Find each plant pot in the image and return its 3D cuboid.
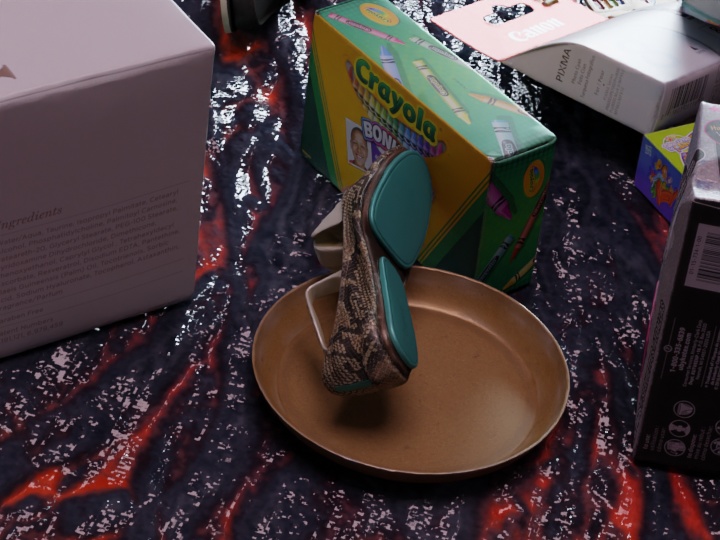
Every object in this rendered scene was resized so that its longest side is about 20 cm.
[{"bbox_3d":[0.031,0.068,1.585,0.198,0.028,0.201,4,38,-3],"label":"plant pot"}]

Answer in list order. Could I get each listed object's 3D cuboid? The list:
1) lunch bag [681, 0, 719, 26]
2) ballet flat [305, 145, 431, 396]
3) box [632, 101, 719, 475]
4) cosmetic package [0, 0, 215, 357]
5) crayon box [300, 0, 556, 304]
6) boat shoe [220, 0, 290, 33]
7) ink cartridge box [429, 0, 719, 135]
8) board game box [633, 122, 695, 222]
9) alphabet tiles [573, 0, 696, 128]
[{"bbox_3d":[0.321,-0.210,1.890,0.159,0.078,0.200,21,17,2],"label":"lunch bag"},{"bbox_3d":[0.000,0.000,1.592,0.075,0.068,0.201,-19,39,22],"label":"ballet flat"},{"bbox_3d":[0.245,0.016,1.544,0.131,0.201,0.115,11,36,4],"label":"box"},{"bbox_3d":[-0.206,-0.083,1.595,0.165,0.201,0.167,-17,45,-28],"label":"cosmetic package"},{"bbox_3d":[0.042,-0.084,1.704,0.058,0.119,0.200,-20,45,-31],"label":"crayon box"},{"bbox_3d":[-0.062,-0.241,1.924,0.063,0.074,0.202,6,33,11],"label":"boat shoe"},{"bbox_3d":[0.176,-0.175,1.869,0.199,0.048,0.160,31,32,25],"label":"ink cartridge box"},{"bbox_3d":[0.312,-0.060,1.780,0.199,0.045,0.135,-14,42,-25],"label":"board game box"},{"bbox_3d":[0.247,-0.161,1.930,0.165,0.006,0.200,-6,40,-18],"label":"alphabet tiles"}]
